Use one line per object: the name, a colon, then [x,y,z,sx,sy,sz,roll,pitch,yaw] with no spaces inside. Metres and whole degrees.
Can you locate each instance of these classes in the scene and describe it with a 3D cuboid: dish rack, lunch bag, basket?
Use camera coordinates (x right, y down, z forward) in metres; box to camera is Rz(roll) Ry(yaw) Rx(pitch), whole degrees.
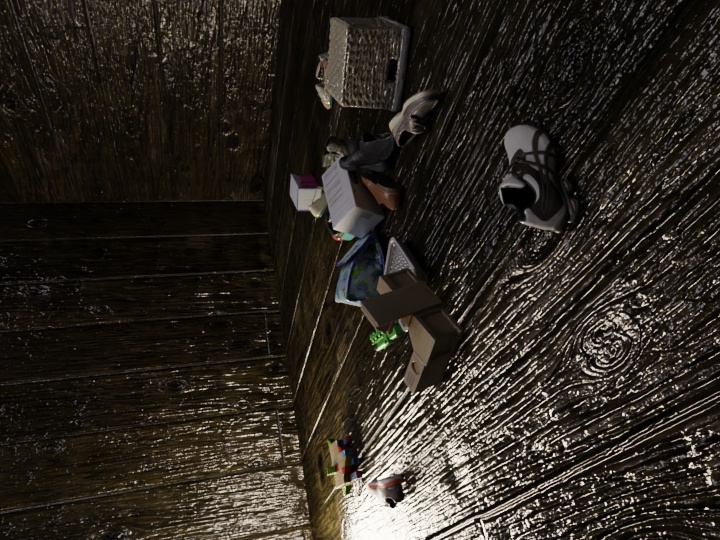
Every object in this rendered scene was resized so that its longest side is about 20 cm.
dish rack: [0.110,0.030,1.245,0.200,0.043,0.173,-118,29,-53]
lunch bag: [0.000,0.000,1.479,0.170,0.126,0.202,167,116,-75]
basket: [0.011,-0.526,1.282,0.200,0.159,0.200,-116,27,-54]

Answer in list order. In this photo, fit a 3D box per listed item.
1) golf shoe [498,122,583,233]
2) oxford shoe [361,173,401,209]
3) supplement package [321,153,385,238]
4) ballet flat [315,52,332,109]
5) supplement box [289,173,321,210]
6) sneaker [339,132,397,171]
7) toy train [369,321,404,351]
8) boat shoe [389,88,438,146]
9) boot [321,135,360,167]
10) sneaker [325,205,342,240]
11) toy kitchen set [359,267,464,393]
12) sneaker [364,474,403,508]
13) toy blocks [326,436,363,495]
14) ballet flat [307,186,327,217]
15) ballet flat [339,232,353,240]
golf shoe: [0.237,-0.142,0.731,0.078,0.094,0.201,106,156,-49]
oxford shoe: [0.049,-0.214,1.361,0.200,0.071,0.072,-126,32,-58]
supplement package: [-0.024,-0.215,1.465,0.109,0.113,0.201,-39,51,36]
ballet flat: [-0.134,-0.698,1.872,0.076,0.063,0.202,-122,33,-56]
supplement box: [-0.239,-0.340,2.202,0.200,0.100,0.104,-124,35,-58]
sneaker: [0.018,-0.319,1.346,0.199,0.060,0.105,12,135,34]
toy train: [0.072,0.178,1.399,0.200,0.041,0.057,125,128,-63]
boat shoe: [0.121,-0.332,1.118,0.200,0.071,0.065,-23,83,69]
boot: [-0.063,-0.331,1.592,0.068,0.129,0.201,-110,24,-44]
sneaker: [-0.081,-0.203,1.733,0.098,0.070,0.202,-13,-81,-79]
toy kitchen set: [0.076,0.137,1.090,0.200,0.162,0.181,51,143,36]
sneaker: [0.067,0.629,1.431,0.200,0.076,0.082,119,137,-60]
toy blocks: [-0.051,0.676,1.811,0.137,0.099,0.201,-54,41,46]
ballet flat: [-0.106,-0.270,1.682,0.201,0.069,0.069,-56,19,-4]
ballet flat: [-0.026,-0.143,1.620,0.200,0.068,0.064,164,116,-71]
